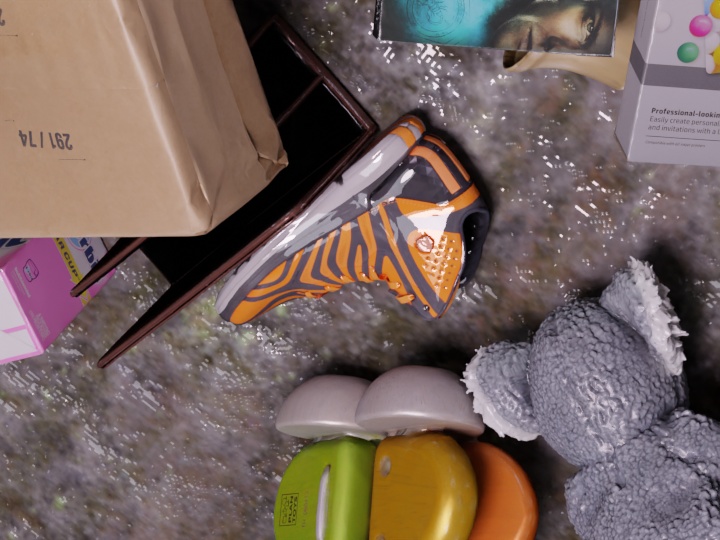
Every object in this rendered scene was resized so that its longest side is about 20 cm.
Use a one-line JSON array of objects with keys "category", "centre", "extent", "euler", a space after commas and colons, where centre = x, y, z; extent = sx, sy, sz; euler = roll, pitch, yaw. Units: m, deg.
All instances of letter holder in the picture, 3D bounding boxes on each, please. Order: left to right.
[{"category": "letter holder", "centre": [-0.110, -0.045, 1.719], "extent": [0.200, 0.142, 0.101], "euler": [-37, 99, 34]}]

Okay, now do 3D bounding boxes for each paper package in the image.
[{"category": "paper package", "centre": [-0.169, -0.120, 1.572], "extent": [0.199, 0.103, 0.191], "euler": [0, 120, 34]}]

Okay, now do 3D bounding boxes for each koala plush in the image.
[{"category": "koala plush", "centre": [0.170, 0.101, 1.677], "extent": [0.177, 0.184, 0.200], "euler": [-28, 92, 32]}]

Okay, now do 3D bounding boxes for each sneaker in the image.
[{"category": "sneaker", "centre": [0.000, 0.000, 1.736], "extent": [0.112, 0.078, 0.200], "euler": [47, 124, -6]}]

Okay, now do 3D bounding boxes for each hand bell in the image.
[{"category": "hand bell", "centre": [0.194, -0.112, 1.604], "extent": [0.200, 0.104, 0.104], "euler": [30, 125, -11]}]

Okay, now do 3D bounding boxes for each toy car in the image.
[{"category": "toy car", "centre": [0.033, 0.159, 1.773], "extent": [0.200, 0.150, 0.176], "euler": [-9, 73, 51]}]

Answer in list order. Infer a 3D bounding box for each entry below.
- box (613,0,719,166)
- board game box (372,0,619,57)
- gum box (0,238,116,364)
[{"category": "box", "centre": [0.235, -0.153, 1.529], "extent": [0.155, 0.041, 0.201], "euler": [3, 117, -11]}, {"category": "board game box", "centre": [0.082, -0.220, 1.495], "extent": [0.135, 0.028, 0.201], "euler": [3, 103, -7]}, {"category": "gum box", "centre": [-0.280, 0.021, 1.844], "extent": [0.199, 0.114, 0.066], "euler": [-13, 112, 28]}]
